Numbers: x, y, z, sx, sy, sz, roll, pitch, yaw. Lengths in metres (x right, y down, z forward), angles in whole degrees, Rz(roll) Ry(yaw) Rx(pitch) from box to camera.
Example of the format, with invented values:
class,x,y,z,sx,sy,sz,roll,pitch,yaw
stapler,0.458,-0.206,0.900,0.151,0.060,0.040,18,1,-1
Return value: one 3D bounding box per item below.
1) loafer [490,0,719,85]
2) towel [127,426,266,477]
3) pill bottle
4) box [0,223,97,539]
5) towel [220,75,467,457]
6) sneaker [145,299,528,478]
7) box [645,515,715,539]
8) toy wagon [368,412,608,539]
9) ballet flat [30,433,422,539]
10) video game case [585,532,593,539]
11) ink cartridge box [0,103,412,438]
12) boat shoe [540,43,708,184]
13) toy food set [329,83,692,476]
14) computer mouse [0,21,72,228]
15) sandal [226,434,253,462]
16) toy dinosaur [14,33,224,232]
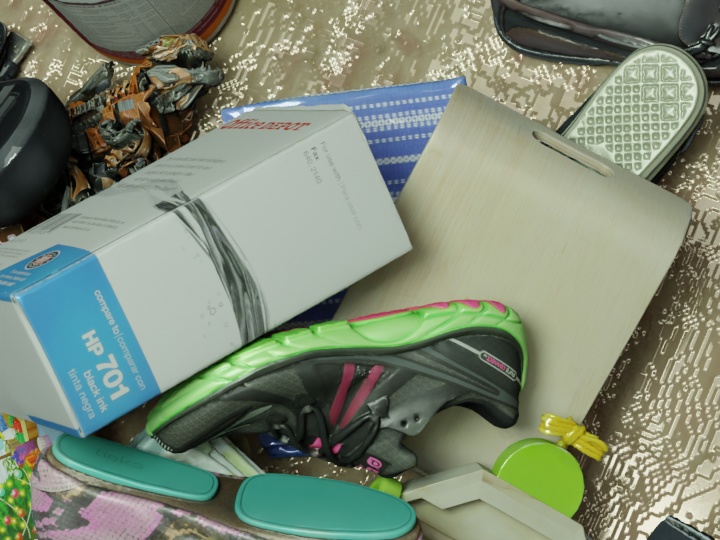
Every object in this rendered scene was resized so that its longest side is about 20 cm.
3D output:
class,x,y,z,sx,sy,sz,roll,pitch,yaw
loafer,0.169,-0.145,1.404,0.200,0.063,0.072,2,79,12
towel,-0.098,0.193,1.338,0.171,0.048,0.200,40,90,-14
pill bottle,-0.141,-0.190,1.404,0.110,0.200,0.110,-2,78,11
box,-0.216,0.089,1.377,0.137,0.039,0.200,-22,93,-34
towel,0.000,0.000,1.395,0.145,0.024,0.200,-6,93,16
sneaker,-0.009,0.067,1.275,0.200,0.077,0.084,-10,88,-8
box,0.162,0.252,1.274,0.148,0.104,0.200,40,88,-12
toy wagon,0.064,0.165,1.322,0.155,0.040,0.200,30,91,-11
ballet flat,-0.070,0.134,1.275,0.200,0.069,0.071,10,112,4
video game case,0.054,0.215,1.375,0.143,0.018,0.200,43,89,16
ink cartridge box,-0.097,-0.004,1.288,0.200,0.146,0.086,-28,103,-20
boat shoe,0.118,-0.044,1.396,0.075,0.062,0.200,46,105,12
toy food set,0.067,0.020,1.351,0.143,0.060,0.200,28,100,-2
computer mouse,-0.207,-0.069,1.424,0.053,0.200,0.139,42,82,-25
sandal,-0.104,0.173,1.393,0.078,0.070,0.212,2,99,-12
toy dinosaur,-0.143,-0.040,1.444,0.136,0.102,0.200,54,129,30
